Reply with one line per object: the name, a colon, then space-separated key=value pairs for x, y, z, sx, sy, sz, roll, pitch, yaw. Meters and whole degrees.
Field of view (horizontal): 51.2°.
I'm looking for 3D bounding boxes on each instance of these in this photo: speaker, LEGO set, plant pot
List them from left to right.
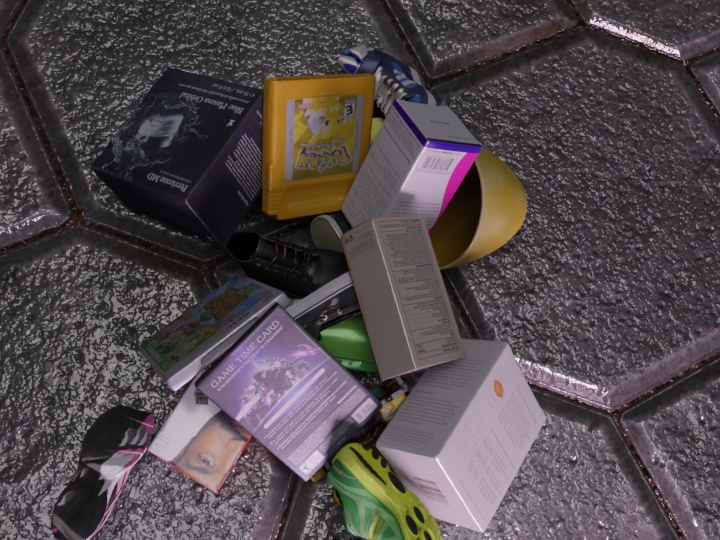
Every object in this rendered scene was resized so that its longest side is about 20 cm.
speaker: x=-0.017 y=0.094 z=1.058 sx=0.199 sy=0.088 sz=0.089 roll=9 pitch=72 yaw=-4
LEGO set: x=0.016 y=0.233 z=1.033 sx=0.199 sy=0.116 sz=0.154 roll=-21 pitch=77 yaw=-14
plant pot: x=0.167 y=-0.101 z=1.139 sx=0.141 sy=0.200 sz=0.201 roll=-1 pitch=71 yaw=-35

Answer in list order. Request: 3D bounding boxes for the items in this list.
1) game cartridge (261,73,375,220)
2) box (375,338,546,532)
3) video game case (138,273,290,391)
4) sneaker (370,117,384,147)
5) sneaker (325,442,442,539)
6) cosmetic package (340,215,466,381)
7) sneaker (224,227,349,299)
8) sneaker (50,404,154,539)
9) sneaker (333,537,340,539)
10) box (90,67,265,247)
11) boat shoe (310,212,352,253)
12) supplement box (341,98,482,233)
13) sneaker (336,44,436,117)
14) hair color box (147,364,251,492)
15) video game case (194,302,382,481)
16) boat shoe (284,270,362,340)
game cartridge: x=-0.059 y=-0.178 z=1.081 sx=0.176 sy=0.032 sz=0.201 roll=-13 pitch=117 yaw=-34
box: x=0.140 y=0.214 z=1.011 sx=0.200 sy=0.106 sz=0.153 roll=-50 pitch=122 yaw=-33
video game case: x=-0.203 y=0.074 z=1.014 sx=0.182 sy=0.200 sz=0.022 roll=-37 pitch=111 yaw=-17
sneaker: x=-0.030 y=-0.173 z=1.174 sx=0.199 sy=0.076 sz=0.106 roll=-17 pitch=77 yaw=-14
sneaker: x=0.031 y=0.314 z=0.955 sx=0.200 sy=0.084 sz=0.074 roll=51 pitch=29 yaw=18
cosmetic package: x=0.055 y=0.033 z=0.985 sx=0.103 sy=0.073 sz=0.201 roll=-5 pitch=76 yaw=-42
sneaker: x=-0.091 y=-0.006 z=1.055 sx=0.199 sy=0.106 sz=0.075 roll=4 pitch=70 yaw=22
sneaker: x=-0.344 y=0.271 z=0.990 sx=0.080 sy=0.086 sz=0.200 roll=28 pitch=50 yaw=-1
sneaker: x=0.027 y=0.394 z=0.974 sx=0.199 sy=0.075 sz=0.085 roll=-1 pitch=60 yaw=26
box: x=-0.236 y=-0.167 z=1.077 sx=0.196 sy=0.118 sz=0.201 roll=19 pitch=68 yaw=29
boat shoe: x=-0.002 y=0.001 z=1.130 sx=0.066 sy=0.074 sz=0.200 roll=-29 pitch=86 yaw=-46
supplement box: x=0.067 y=-0.129 z=1.070 sx=0.101 sy=0.200 sz=0.104 roll=0 pitch=44 yaw=-35
sneaker: x=0.028 y=-0.282 z=1.170 sx=0.146 sy=0.081 sz=0.201 roll=16 pitch=36 yaw=-23
hair color box: x=-0.190 y=0.191 z=1.043 sx=0.111 sy=0.064 sz=0.200 roll=31 pitch=72 yaw=0
video game case: x=-0.087 y=0.157 z=0.948 sx=0.143 sy=0.019 sz=0.200 roll=-44 pitch=109 yaw=0
boat shoe: x=-0.070 y=0.072 z=0.980 sx=0.200 sy=0.069 sz=0.057 roll=-34 pitch=78 yaw=-19
